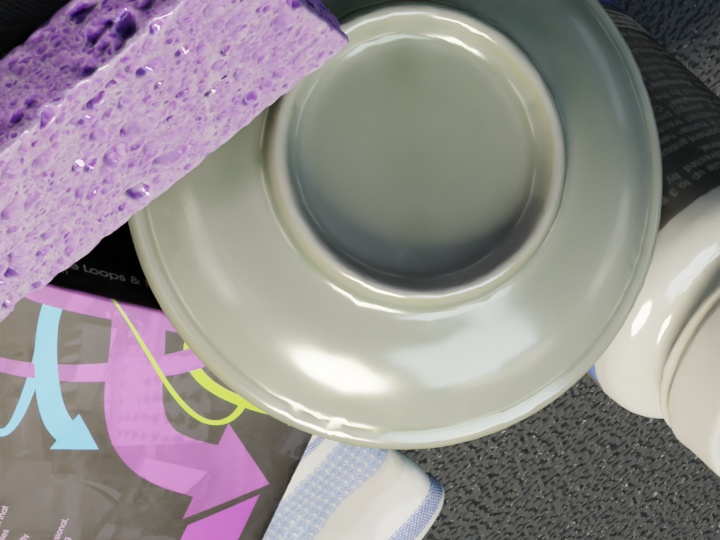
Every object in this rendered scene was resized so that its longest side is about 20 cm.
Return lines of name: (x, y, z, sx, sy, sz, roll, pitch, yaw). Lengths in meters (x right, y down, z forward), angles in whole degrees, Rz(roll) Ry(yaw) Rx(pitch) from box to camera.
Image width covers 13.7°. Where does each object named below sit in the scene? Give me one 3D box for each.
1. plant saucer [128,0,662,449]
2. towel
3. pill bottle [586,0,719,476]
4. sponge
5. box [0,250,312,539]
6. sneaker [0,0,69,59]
plant saucer: (0.017, -0.039, 1.063, 0.200, 0.201, 0.050, -33, 179, -14)
towel: (-0.056, 0.114, 1.230, 0.147, 0.024, 0.200, -48, 144, 5)
pill bottle: (0.112, -0.015, 1.168, 0.113, 0.200, 0.114, -25, 141, -23)
sponge: (-0.102, -0.035, 0.970, 0.200, 0.030, 0.112, -38, 162, 8)
box: (-0.121, 0.059, 1.096, 0.199, 0.036, 0.144, 14, 118, -21)
sneaker: (-0.132, -0.093, 0.975, 0.199, 0.074, 0.080, -24, 131, -35)
